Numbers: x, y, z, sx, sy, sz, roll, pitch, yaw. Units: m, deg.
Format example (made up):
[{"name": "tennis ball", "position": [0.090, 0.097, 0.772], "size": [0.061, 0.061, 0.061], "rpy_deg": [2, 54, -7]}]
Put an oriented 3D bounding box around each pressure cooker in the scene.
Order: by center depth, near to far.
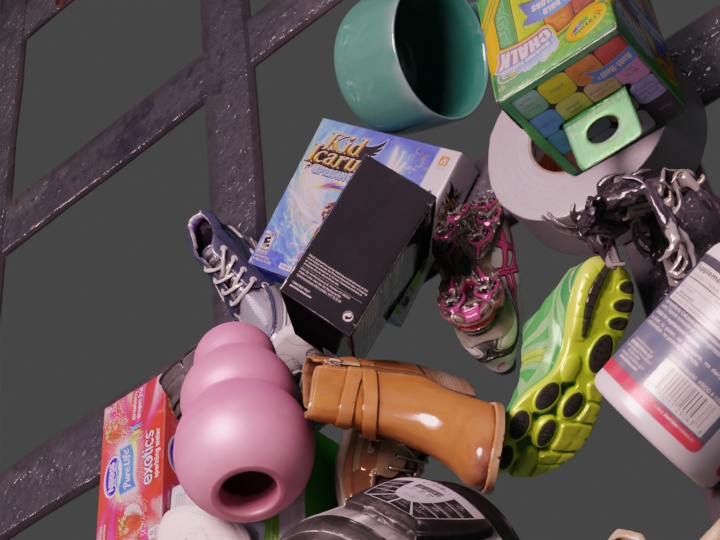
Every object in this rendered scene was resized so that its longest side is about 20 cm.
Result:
[{"name": "pressure cooker", "position": [0.035, 0.255, 1.036], "size": [0.178, 0.199, 0.178], "rpy_deg": [-34, 73, 36]}]

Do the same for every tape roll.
[{"name": "tape roll", "position": [0.214, -0.118, 1.232], "size": [0.199, 0.066, 0.202], "rpy_deg": [-27, 45, 30]}]

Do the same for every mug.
[{"name": "mug", "position": [0.056, -0.219, 1.422], "size": [0.114, 0.184, 0.154], "rpy_deg": [-11, 79, 43]}]

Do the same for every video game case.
[{"name": "video game case", "position": [0.000, -0.055, 1.393], "size": [0.199, 0.045, 0.183], "rpy_deg": [18, 75, 39]}]

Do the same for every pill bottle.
[{"name": "pill bottle", "position": [0.281, 0.050, 0.995], "size": [0.200, 0.119, 0.120], "rpy_deg": [-48, 39, 5]}]

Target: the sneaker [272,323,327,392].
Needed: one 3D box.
[{"name": "sneaker", "position": [-0.069, 0.116, 1.355], "size": [0.199, 0.074, 0.083], "rpy_deg": [-36, 52, 34]}]

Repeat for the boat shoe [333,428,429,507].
[{"name": "boat shoe", "position": [0.024, 0.168, 1.207], "size": [0.071, 0.076, 0.202], "rpy_deg": [-26, 48, 27]}]

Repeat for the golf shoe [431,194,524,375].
[{"name": "golf shoe", "position": [0.110, 0.011, 1.225], "size": [0.072, 0.093, 0.201], "rpy_deg": [-18, 34, 19]}]

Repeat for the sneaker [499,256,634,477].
[{"name": "sneaker", "position": [0.169, 0.084, 1.137], "size": [0.202, 0.074, 0.084], "rpy_deg": [-63, 13, -5]}]

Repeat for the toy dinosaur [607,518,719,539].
[{"name": "toy dinosaur", "position": [0.226, 0.233, 0.979], "size": [0.101, 0.058, 0.202], "rpy_deg": [27, 90, 36]}]

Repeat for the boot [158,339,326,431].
[{"name": "boot", "position": [-0.116, 0.116, 1.305], "size": [0.199, 0.070, 0.133], "rpy_deg": [-28, 69, 25]}]

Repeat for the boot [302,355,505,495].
[{"name": "boot", "position": [0.033, 0.119, 1.114], "size": [0.200, 0.153, 0.078], "rpy_deg": [-114, 38, -68]}]

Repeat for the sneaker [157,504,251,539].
[{"name": "sneaker", "position": [-0.131, 0.252, 1.129], "size": [0.075, 0.099, 0.200], "rpy_deg": [-54, 39, 2]}]

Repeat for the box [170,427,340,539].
[{"name": "box", "position": [-0.088, 0.271, 1.223], "size": [0.175, 0.096, 0.202], "rpy_deg": [-30, 44, 27]}]

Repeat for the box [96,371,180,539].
[{"name": "box", "position": [-0.203, 0.221, 1.378], "size": [0.099, 0.095, 0.202], "rpy_deg": [-30, 44, 27]}]

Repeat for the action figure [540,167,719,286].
[{"name": "action figure", "position": [0.251, -0.039, 1.077], "size": [0.198, 0.119, 0.103], "rpy_deg": [-17, 84, 18]}]

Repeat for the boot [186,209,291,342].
[{"name": "boot", "position": [-0.137, 0.016, 1.469], "size": [0.073, 0.090, 0.201], "rpy_deg": [-44, 39, 10]}]

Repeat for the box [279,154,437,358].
[{"name": "box", "position": [0.000, 0.000, 1.205], "size": [0.078, 0.200, 0.142], "rpy_deg": [33, 79, 8]}]

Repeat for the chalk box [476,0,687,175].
[{"name": "chalk box", "position": [0.189, -0.178, 1.151], "size": [0.124, 0.124, 0.202], "rpy_deg": [-31, 43, 26]}]

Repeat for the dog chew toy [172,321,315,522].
[{"name": "dog chew toy", "position": [-0.107, 0.123, 1.189], "size": [0.124, 0.124, 0.201], "rpy_deg": [-37, 36, 19]}]
